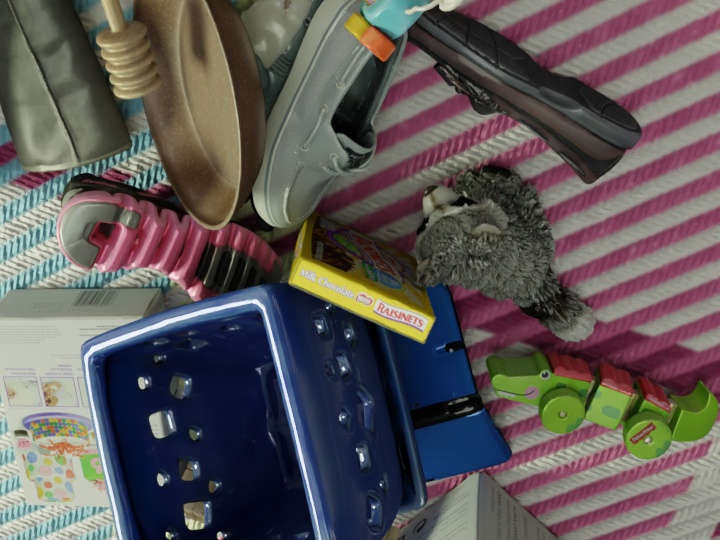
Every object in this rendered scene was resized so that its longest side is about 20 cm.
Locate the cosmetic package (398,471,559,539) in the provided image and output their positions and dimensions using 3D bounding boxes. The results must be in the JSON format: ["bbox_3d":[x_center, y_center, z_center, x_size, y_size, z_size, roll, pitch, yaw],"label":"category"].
[{"bbox_3d":[0.116,0.330,1.002,0.200,0.165,0.165,43,114,-14],"label":"cosmetic package"}]

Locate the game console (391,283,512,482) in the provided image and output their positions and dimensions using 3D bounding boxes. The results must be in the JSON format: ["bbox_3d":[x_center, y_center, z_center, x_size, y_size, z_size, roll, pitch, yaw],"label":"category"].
[{"bbox_3d":[0.013,0.114,0.989,0.199,0.118,0.172,-16,82,14],"label":"game console"}]

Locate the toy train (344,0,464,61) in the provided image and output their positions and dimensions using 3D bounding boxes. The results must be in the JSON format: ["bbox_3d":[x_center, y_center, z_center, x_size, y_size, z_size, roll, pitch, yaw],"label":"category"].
[{"bbox_3d":[0.046,-0.229,0.731,0.056,0.201,0.150,38,139,-18],"label":"toy train"}]

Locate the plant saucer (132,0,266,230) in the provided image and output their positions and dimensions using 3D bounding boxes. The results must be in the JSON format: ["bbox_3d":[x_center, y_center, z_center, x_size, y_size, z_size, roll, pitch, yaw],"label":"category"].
[{"bbox_3d":[-0.114,-0.131,0.808,0.037,0.200,0.201,-15,120,-26],"label":"plant saucer"}]

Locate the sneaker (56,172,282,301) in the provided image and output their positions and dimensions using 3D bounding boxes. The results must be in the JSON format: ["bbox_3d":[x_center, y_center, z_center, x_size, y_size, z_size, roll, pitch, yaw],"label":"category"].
[{"bbox_3d":[-0.155,-0.030,0.907,0.199,0.095,0.079,22,104,-32],"label":"sneaker"}]

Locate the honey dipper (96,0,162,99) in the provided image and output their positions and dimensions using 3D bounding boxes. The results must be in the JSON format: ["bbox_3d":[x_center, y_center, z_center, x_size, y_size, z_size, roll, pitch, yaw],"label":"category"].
[{"bbox_3d":[-0.180,-0.215,0.767,0.038,0.038,0.201,-5,125,9],"label":"honey dipper"}]

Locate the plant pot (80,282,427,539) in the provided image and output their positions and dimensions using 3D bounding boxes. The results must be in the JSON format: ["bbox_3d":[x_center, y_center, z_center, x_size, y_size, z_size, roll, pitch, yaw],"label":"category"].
[{"bbox_3d":[-0.067,0.120,0.842,0.199,0.179,0.201,-17,83,32],"label":"plant pot"}]

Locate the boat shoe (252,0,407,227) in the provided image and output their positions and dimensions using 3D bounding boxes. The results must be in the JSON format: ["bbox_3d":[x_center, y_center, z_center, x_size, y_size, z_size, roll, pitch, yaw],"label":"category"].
[{"bbox_3d":[-0.022,-0.107,0.831,0.071,0.070,0.201,40,123,29],"label":"boat shoe"}]

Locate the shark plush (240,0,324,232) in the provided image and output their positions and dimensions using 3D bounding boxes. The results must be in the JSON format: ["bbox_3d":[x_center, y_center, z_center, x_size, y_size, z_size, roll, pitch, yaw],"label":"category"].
[{"bbox_3d":[-0.066,-0.117,0.858,0.083,0.091,0.201,-11,113,-23],"label":"shark plush"}]

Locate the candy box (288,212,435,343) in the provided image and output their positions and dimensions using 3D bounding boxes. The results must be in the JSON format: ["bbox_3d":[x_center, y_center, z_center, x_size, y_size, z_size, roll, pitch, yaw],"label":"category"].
[{"bbox_3d":[0.000,0.000,0.833,0.102,0.200,0.027,26,100,-7],"label":"candy box"}]

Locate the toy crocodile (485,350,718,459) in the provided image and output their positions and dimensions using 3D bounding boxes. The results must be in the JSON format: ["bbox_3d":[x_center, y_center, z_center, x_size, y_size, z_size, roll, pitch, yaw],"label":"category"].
[{"bbox_3d":[0.202,0.105,0.935,0.199,0.068,0.062,16,112,-4],"label":"toy crocodile"}]

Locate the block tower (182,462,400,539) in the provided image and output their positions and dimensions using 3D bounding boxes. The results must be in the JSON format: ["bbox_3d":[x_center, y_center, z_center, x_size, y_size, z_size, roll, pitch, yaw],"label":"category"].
[{"bbox_3d":[-0.067,0.228,1.012,0.199,0.054,0.058,20,160,5],"label":"block tower"}]

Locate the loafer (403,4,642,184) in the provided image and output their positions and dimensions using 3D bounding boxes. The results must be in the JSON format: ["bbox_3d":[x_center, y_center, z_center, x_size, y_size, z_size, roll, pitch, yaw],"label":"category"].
[{"bbox_3d":[0.112,-0.128,0.829,0.199,0.072,0.063,27,121,-10],"label":"loafer"}]

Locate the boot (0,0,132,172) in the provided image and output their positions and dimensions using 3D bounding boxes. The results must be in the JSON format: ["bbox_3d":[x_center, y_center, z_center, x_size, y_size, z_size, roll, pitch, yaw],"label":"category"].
[{"bbox_3d":[-0.218,-0.181,0.839,0.181,0.073,0.201,-8,110,24],"label":"boot"}]

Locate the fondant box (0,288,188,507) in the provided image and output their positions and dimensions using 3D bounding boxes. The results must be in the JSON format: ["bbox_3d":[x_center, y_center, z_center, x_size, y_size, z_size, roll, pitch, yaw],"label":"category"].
[{"bbox_3d":[-0.240,0.116,0.997,0.143,0.058,0.201,0,116,7],"label":"fondant box"}]

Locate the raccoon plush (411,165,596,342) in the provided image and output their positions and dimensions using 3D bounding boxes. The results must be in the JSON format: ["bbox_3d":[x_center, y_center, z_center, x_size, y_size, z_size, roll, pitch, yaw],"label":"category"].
[{"bbox_3d":[0.121,0.001,0.853,0.200,0.134,0.097,33,114,-10],"label":"raccoon plush"}]
